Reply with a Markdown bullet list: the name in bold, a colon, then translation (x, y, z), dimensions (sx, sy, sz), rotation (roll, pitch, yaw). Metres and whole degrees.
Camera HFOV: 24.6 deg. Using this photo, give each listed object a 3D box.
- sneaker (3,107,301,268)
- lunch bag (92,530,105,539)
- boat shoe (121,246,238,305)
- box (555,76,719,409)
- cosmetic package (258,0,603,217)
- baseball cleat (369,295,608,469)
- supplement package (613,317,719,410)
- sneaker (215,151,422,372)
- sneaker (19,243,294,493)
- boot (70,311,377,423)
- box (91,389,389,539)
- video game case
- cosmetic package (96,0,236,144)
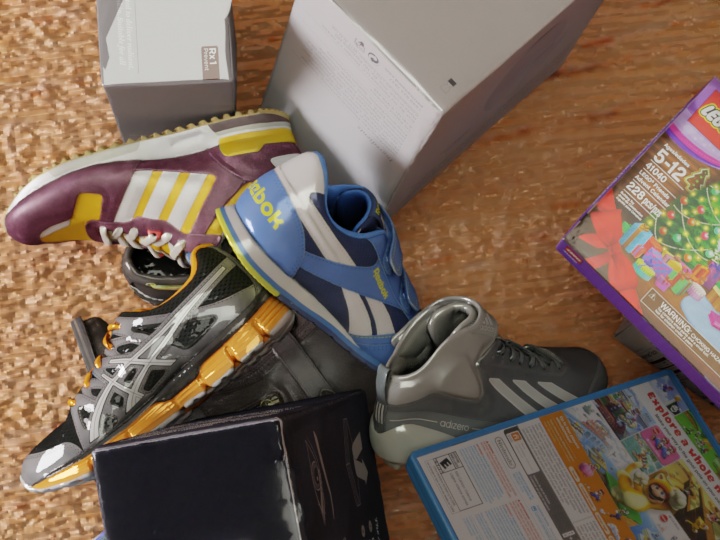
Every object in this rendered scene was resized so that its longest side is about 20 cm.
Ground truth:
- **sneaker**: translation (-0.128, -0.035, 1.056), dimensions (0.198, 0.075, 0.091), rotation (-18, 80, 1)
- **lunch bag**: translation (-0.164, 0.254, 1.023), dimensions (0.126, 0.170, 0.202), rotation (19, 82, 4)
- **boat shoe**: translation (-0.066, -0.028, 1.121), dimensions (0.199, 0.061, 0.073), rotation (-21, 83, -4)
- **box**: translation (0.234, 0.004, 0.983), dimensions (0.200, 0.039, 0.137), rotation (44, 84, 5)
- **cosmetic package**: translation (0.055, -0.158, 1.053), dimensions (0.199, 0.200, 0.123), rotation (-42, 82, -22)
- **baseball cleat**: translation (0.091, 0.062, 1.057), dimensions (0.199, 0.069, 0.108), rotation (-18, 122, -40)
- **supplement package**: translation (0.305, 0.014, 1.077), dimensions (0.199, 0.147, 0.192), rotation (34, 83, 4)
- **sneaker**: translation (0.000, 0.000, 1.037), dimensions (0.082, 0.200, 0.074), rotation (-45, 40, 8)
- **sneaker**: translation (-0.136, 0.064, 1.026), dimensions (0.199, 0.078, 0.078), rotation (-39, 86, 2)
- **boot**: translation (-0.078, 0.065, 1.112), dimensions (0.174, 0.069, 0.200), rotation (-42, 91, -9)
- **box**: translation (-0.055, 0.182, 0.961), dimensions (0.116, 0.200, 0.199), rotation (-10, 88, 14)
- **video game case**: translation (0.143, 0.146, 1.003), dimensions (0.198, 0.018, 0.144), rotation (-15, 59, -24)
- **cosmetic package**: translation (-0.122, -0.146, 1.067), dimensions (0.089, 0.200, 0.108), rotation (-4, 80, -2)
